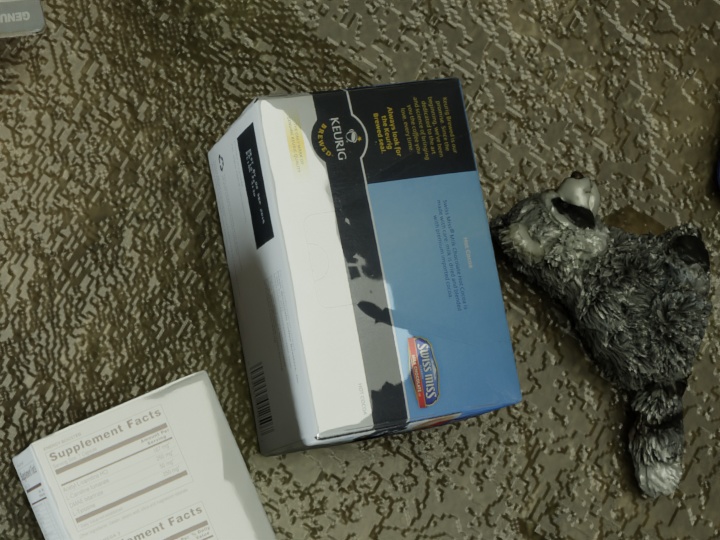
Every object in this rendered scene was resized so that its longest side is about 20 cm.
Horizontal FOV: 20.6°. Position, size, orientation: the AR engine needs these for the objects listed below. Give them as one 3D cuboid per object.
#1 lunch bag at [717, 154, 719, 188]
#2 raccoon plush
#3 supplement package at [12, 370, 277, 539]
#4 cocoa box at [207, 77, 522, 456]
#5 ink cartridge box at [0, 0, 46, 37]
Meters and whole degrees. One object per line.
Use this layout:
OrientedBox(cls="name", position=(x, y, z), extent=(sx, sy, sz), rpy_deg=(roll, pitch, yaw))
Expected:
OrientedBox(cls="lunch bag", position=(0.345, -0.086, 1.337), extent=(0.199, 0.082, 0.161), rpy_deg=(19, 74, -13))
OrientedBox(cls="raccoon plush", position=(0.146, 0.040, 1.254), extent=(0.133, 0.097, 0.201), rpy_deg=(3, 79, -8))
OrientedBox(cls="supplement package", position=(-0.108, 0.173, 1.136), extent=(0.109, 0.114, 0.201), rpy_deg=(-22, 88, -18))
OrientedBox(cls="cocoa box", position=(0.000, 0.000, 1.190), extent=(0.131, 0.133, 0.201), rpy_deg=(-8, 83, -19))
OrientedBox(cls="ink cartridge box", position=(-0.299, -0.196, 1.130), extent=(0.199, 0.084, 0.176), rpy_deg=(-12, 83, -38))
